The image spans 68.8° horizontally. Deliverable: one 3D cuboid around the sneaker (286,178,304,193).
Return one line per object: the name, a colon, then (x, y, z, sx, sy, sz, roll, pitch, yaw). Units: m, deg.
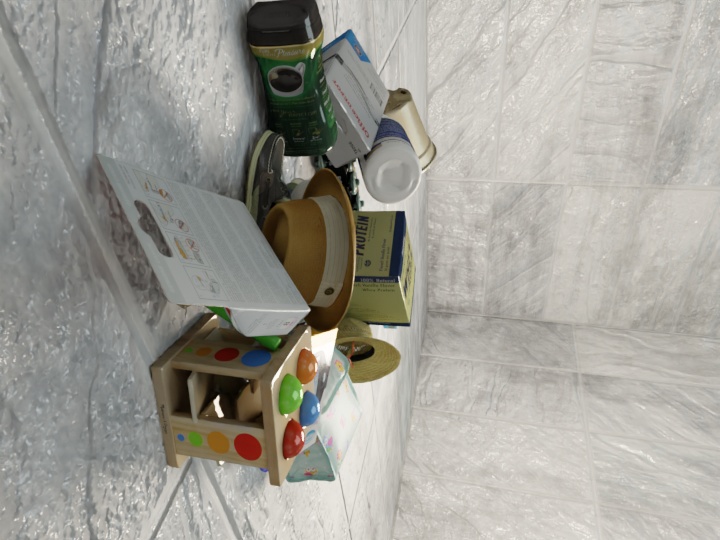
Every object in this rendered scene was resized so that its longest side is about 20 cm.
sneaker: (-0.109, -0.036, 0.838, 0.090, 0.065, 0.208, -46, 136, -64)

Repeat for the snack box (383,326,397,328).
snack box: (0.069, 0.018, 1.217, 0.117, 0.036, 0.207, 69, 23, -65)

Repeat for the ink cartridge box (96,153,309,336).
ink cartridge box: (-0.151, -0.014, 0.507, 0.165, 0.057, 0.198, 55, 22, 20)

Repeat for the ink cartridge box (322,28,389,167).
ink cartridge box: (-0.030, -0.310, 0.945, 0.146, 0.082, 0.204, 51, 37, -30)

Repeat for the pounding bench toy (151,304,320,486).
pounding bench toy: (-0.127, 0.104, 0.581, 0.125, 0.150, 0.208, -56, 147, -65)

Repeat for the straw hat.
straw hat: (-0.020, 0.142, 1.037, 0.204, 0.193, 0.087, 77, 7, -52)

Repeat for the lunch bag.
lunch bag: (-0.085, 0.223, 0.900, 0.171, 0.118, 0.206, -53, 130, -61)

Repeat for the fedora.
fedora: (-0.073, -0.022, 0.638, 0.199, 0.079, 0.209, 6, -84, 63)

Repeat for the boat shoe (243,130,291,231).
boat shoe: (-0.125, -0.094, 0.728, 0.072, 0.063, 0.208, 67, 32, -70)

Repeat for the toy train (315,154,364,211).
toy train: (-0.041, -0.195, 1.071, 0.116, 0.082, 0.204, -91, 172, -47)

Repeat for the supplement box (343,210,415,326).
supplement box: (0.000, 0.000, 1.019, 0.202, 0.192, 0.139, 69, 26, -57)

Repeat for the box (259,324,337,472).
box: (-0.090, 0.181, 0.736, 0.118, 0.040, 0.208, -7, 108, -65)

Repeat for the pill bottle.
pill bottle: (0.046, -0.224, 1.006, 0.203, 0.107, 0.114, -102, -175, -53)

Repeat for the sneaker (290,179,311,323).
sneaker: (-0.068, -0.024, 0.774, 0.081, 0.075, 0.208, 6, 95, -64)

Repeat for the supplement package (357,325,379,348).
supplement package: (-0.013, 0.089, 1.188, 0.111, 0.109, 0.205, 78, 18, -52)

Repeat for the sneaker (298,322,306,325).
sneaker: (-0.095, 0.085, 0.864, 0.199, 0.069, 0.083, -34, 135, -65)

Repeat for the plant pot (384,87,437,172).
plant pot: (0.097, -0.380, 1.438, 0.204, 0.193, 0.187, -74, 151, -42)

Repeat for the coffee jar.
coffee jar: (-0.093, -0.269, 0.741, 0.087, 0.100, 0.204, -79, 167, -46)
